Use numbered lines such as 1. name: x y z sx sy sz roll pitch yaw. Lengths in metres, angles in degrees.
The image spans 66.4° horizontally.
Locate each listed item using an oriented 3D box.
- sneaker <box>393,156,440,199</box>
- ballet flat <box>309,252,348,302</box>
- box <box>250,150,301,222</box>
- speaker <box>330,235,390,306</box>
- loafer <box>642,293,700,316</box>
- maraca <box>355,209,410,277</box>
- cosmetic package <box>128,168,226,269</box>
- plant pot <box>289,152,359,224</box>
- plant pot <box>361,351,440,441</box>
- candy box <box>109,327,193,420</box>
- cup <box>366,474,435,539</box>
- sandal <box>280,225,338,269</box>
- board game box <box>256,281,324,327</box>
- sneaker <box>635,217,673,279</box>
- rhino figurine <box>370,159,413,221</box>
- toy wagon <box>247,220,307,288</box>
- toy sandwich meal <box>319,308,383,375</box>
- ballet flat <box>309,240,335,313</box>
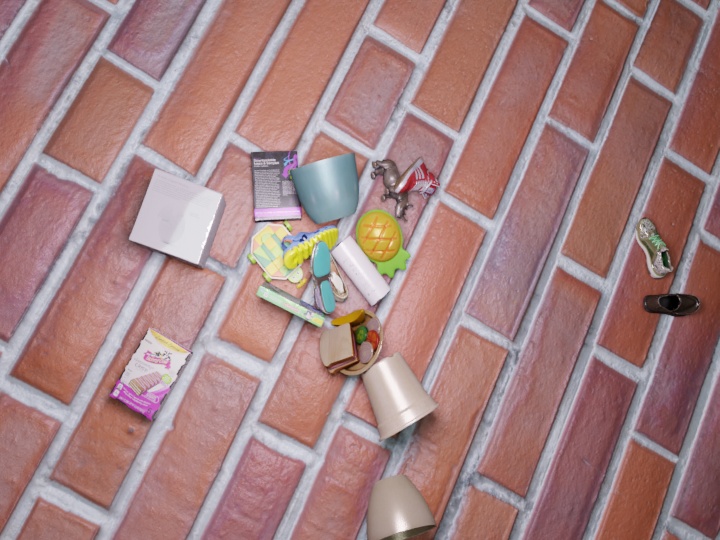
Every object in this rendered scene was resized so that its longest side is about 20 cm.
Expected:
1. sneaker: 0.172 -0.254 1.637 0.113 0.071 0.201 47 40 -7
2. ballet flat: -0.089 -0.004 1.604 0.066 0.062 0.204 -31 89 -15
3. box: -0.248 -0.248 1.621 0.137 0.036 0.209 -3 85 -11
4. speaker: 0.000 0.000 1.608 0.081 0.081 0.202 -39 91 -12
5. loafer: 1.014 0.111 1.773 0.192 0.071 0.076 -2 83 -10
6. maraca: 0.066 -0.080 1.619 0.134 0.107 0.204 -28 99 10
7. cosmetic package: -0.498 -0.139 1.520 0.193 0.123 0.207 20 82 -6
8. plant pot: -0.090 -0.227 1.568 0.194 0.200 0.167 -16 98 -11
9. plant pot: 0.097 0.342 1.545 0.196 0.201 0.188 -26 76 -11
10. candy box: -0.563 0.279 1.492 0.134 0.061 0.205 29 79 -4
11. cup: 0.097 0.651 1.510 0.193 0.203 0.147 -10 59 -10
12. sandal: -0.149 -0.085 1.565 0.196 0.081 0.087 -25 50 -29
13. board game box: -0.191 0.092 1.538 0.195 0.135 0.030 28 92 -5
14. sneaker: 0.962 -0.078 1.778 0.074 0.089 0.207 -19 86 -11
15. rhino figurine: 0.102 -0.243 1.664 0.086 0.059 0.206 -24 90 -31
16. toy wagon: -0.227 -0.038 1.597 0.154 0.040 0.201 -41 91 -11
17. toy sandwich meal: -0.028 0.196 1.544 0.070 0.201 0.211 33 76 -47
18. ballet flat: -0.117 0.019 1.556 0.069 0.072 0.209 -9 99 -10
